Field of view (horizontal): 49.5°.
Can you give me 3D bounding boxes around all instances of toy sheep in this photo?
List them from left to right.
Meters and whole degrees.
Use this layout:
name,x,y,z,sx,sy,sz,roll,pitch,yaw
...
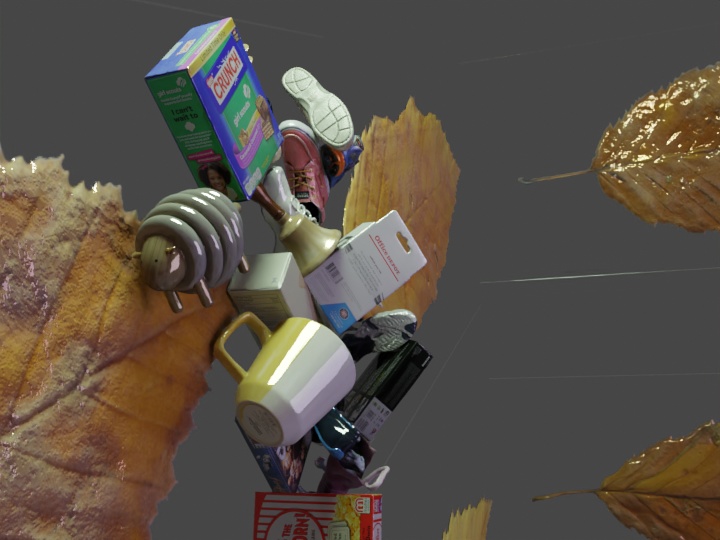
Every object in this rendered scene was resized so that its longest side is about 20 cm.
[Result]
name,x,y,z,sx,sy,sz,roll,pitch,yaw
toy sheep,-0.205,-0.035,0.971,0.200,0.136,0.140,-54,137,-57

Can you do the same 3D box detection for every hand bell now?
name,x,y,z,sx,sy,sz,roll,pitch,yaw
hand bell,-0.134,-0.092,1.226,0.200,0.104,0.105,45,35,-18

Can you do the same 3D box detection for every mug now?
name,x,y,z,sx,sy,sz,roll,pitch,yaw
mug,-0.122,0.168,1.145,0.153,0.185,0.151,-49,150,-45

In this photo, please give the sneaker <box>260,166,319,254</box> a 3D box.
name,x,y,z,sx,sy,sz,roll,pitch,yaw
sneaker,-0.112,-0.083,1.322,0.075,0.086,0.202,-62,143,-58

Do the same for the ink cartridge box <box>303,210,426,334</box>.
name,x,y,z,sx,sy,sz,roll,pitch,yaw
ink cartridge box,0.000,0.000,1.308,0.117,0.199,0.067,57,-17,-12

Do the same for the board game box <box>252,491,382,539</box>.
name,x,y,z,sx,sy,sz,roll,pitch,yaw
board game box,-0.067,0.415,1.182,0.046,0.197,0.154,34,54,-66

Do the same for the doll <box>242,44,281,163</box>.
name,x,y,z,sx,sy,sz,roll,pitch,yaw
doll,-0.164,-0.258,1.246,0.137,0.048,0.201,-110,-178,-46

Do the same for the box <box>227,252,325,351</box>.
name,x,y,z,sx,sy,sz,roll,pitch,yaw
box,-0.126,0.071,1.241,0.078,0.094,0.201,-74,155,-42

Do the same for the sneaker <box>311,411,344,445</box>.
name,x,y,z,sx,sy,sz,roll,pitch,yaw
sneaker,-0.065,0.222,1.424,0.080,0.073,0.203,-7,93,-69

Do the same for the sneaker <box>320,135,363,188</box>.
name,x,y,z,sx,sy,sz,roll,pitch,yaw
sneaker,-0.039,-0.208,1.477,0.076,0.078,0.200,63,-13,-6

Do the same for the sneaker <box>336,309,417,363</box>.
name,x,y,z,sx,sy,sz,roll,pitch,yaw
sneaker,0.023,0.119,1.549,0.080,0.198,0.130,52,16,-12

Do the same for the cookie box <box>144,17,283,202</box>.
name,x,y,z,sx,sy,sz,roll,pitch,yaw
cookie box,-0.197,-0.222,1.095,0.172,0.074,0.202,-71,146,-49

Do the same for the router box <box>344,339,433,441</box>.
name,x,y,z,sx,sy,sz,roll,pitch,yaw
router box,0.041,0.222,1.507,0.201,0.051,0.149,-51,-167,-10

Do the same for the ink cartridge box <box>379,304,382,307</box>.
name,x,y,z,sx,sy,sz,roll,pitch,yaw
ink cartridge box,-0.038,0.022,1.458,0.116,0.066,0.200,57,7,24

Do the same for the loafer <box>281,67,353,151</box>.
name,x,y,z,sx,sy,sz,roll,pitch,yaw
loafer,-0.069,-0.283,1.402,0.201,0.072,0.063,53,-6,25

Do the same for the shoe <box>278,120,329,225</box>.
name,x,y,z,sx,sy,sz,roll,pitch,yaw
shoe,-0.101,-0.168,1.395,0.201,0.070,0.092,70,18,-51

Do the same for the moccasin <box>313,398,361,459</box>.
name,x,y,z,sx,sy,sz,roll,pitch,yaw
moccasin,-0.052,0.235,1.325,0.200,0.068,0.081,53,0,45

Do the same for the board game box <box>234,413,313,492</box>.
name,x,y,z,sx,sy,sz,roll,pitch,yaw
board game box,-0.135,0.254,1.265,0.136,0.034,0.202,-73,152,-47

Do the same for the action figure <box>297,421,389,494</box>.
name,x,y,z,sx,sy,sz,roll,pitch,yaw
action figure,-0.036,0.369,1.364,0.134,0.148,0.202,-32,149,-59
